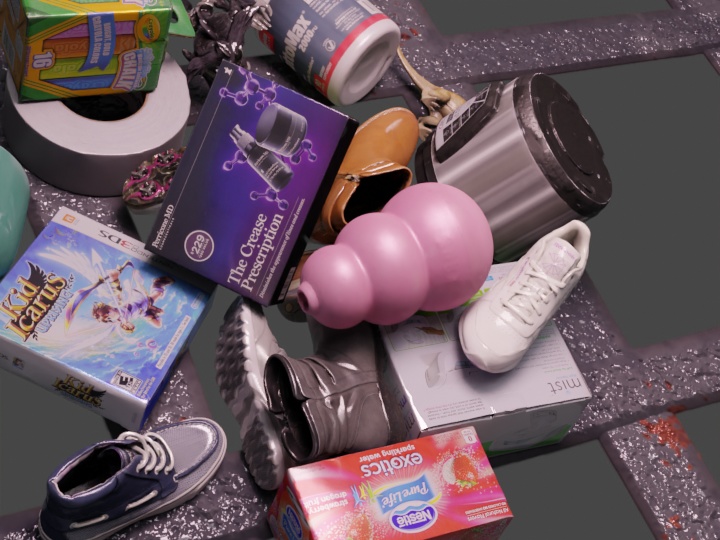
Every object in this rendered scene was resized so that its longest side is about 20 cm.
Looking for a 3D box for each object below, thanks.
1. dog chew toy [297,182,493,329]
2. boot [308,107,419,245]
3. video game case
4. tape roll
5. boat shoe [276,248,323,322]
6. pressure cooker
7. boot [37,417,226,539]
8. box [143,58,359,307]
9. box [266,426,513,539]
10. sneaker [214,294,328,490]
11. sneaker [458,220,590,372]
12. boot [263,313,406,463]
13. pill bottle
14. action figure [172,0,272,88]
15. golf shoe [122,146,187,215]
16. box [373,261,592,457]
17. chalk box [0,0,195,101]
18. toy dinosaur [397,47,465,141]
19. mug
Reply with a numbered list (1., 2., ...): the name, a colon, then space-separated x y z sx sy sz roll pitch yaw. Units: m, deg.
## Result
1. dog chew toy: 0.029 -0.006 1.280 0.198 0.125 0.125 -22 62 -26
2. boot: 0.015 -0.105 1.407 0.200 0.155 0.077 -41 101 -19
3. video game case: -0.253 0.041 1.290 0.179 0.046 0.201 24 38 0
4. tape roll: -0.287 -0.178 1.461 0.198 0.066 0.202 9 51 -11
5. boat shoe: 0.000 0.000 1.418 0.198 0.076 0.072 -5 52 -25
6. pressure cooker: 0.153 -0.098 1.472 0.175 0.199 0.181 17 51 -49
7. boot: -0.194 0.176 1.196 0.199 0.091 0.073 -32 68 -36
8. box: -0.106 -0.085 1.322 0.140 0.202 0.079 24 5 8
9. box: 0.026 0.226 1.231 0.198 0.096 0.100 -9 57 -25
10. sneaker: -0.085 0.117 1.306 0.081 0.075 0.202 0 61 -34
11. sneaker: 0.163 0.018 1.318 0.075 0.100 0.200 36 50 9
12. boot: -0.038 0.088 1.265 0.131 0.070 0.201 11 43 -43
13. pill bottle: -0.060 -0.301 1.604 0.200 0.120 0.119 41 51 15
14. action figure: -0.158 -0.273 1.535 0.102 0.119 0.201 29 21 -42
15. golf shoe: -0.153 -0.090 1.425 0.198 0.093 0.073 -19 46 -13
16. box: 0.105 0.095 1.362 0.198 0.097 0.178 -8 57 -25
17. chalk box: -0.273 -0.271 1.415 0.198 0.125 0.126 -10 57 -26
18. toy dinosaur: 0.097 -0.203 1.638 0.199 0.058 0.101 36 34 0
19. mug: -0.405 -0.036 1.267 0.151 0.184 0.116 27 46 -30
